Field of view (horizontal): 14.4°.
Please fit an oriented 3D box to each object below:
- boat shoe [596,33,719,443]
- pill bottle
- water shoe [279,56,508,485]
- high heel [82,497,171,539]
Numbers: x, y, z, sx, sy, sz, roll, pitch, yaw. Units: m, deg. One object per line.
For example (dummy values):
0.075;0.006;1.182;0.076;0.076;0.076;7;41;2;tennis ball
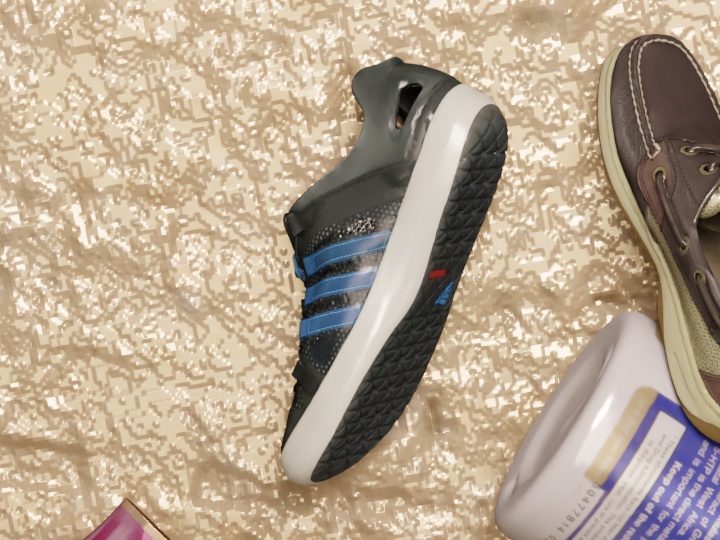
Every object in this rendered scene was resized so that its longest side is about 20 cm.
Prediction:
0.160;-0.023;1.258;0.073;0.065;0.200;0;63;-32;boat shoe
0.173;0.118;1.292;0.200;0.120;0.120;33;97;-4;pill bottle
0.000;0.000;1.313;0.079;0.071;0.200;29;100;24;water shoe
-0.078;0.206;1.328;0.096;0.067;0.200;-44;91;-4;high heel
